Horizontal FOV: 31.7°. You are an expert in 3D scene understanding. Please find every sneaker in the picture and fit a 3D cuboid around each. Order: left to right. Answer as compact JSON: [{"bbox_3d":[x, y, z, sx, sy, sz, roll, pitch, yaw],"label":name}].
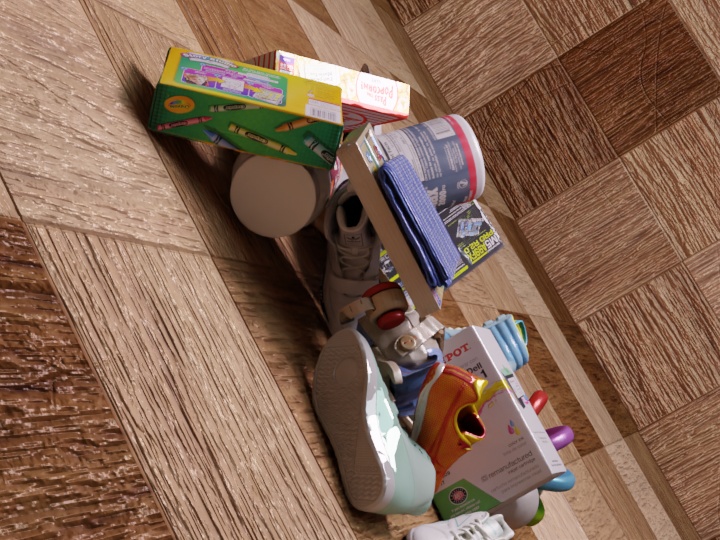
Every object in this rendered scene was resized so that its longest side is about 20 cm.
[{"bbox_3d":[-0.011,-0.011,1.444,0.115,0.075,0.200,43,49,-87],"label":"sneaker"},{"bbox_3d":[0.017,0.163,1.315,0.118,0.074,0.201,29,42,-51],"label":"sneaker"},{"bbox_3d":[0.091,0.186,1.368,0.077,0.200,0.073,22,46,13],"label":"sneaker"},{"bbox_3d":[0.107,0.289,1.353,0.071,0.080,0.200,63,16,11],"label":"sneaker"},{"bbox_3d":[0.142,0.097,1.659,0.200,0.130,0.080,32,-30,50],"label":"sneaker"}]

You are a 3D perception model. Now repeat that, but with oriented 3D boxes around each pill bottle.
[{"bbox_3d":[-0.085,-0.110,1.464,0.114,0.114,0.200,55,14,-11],"label":"pill bottle"},{"bbox_3d":[0.051,-0.124,1.665,0.120,0.200,0.120,163,-90,-76],"label":"pill bottle"}]

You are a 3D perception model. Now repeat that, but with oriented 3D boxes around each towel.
[{"bbox_3d":[0.065,-0.057,1.393,0.145,0.024,0.200,63,11,-4],"label":"towel"}]

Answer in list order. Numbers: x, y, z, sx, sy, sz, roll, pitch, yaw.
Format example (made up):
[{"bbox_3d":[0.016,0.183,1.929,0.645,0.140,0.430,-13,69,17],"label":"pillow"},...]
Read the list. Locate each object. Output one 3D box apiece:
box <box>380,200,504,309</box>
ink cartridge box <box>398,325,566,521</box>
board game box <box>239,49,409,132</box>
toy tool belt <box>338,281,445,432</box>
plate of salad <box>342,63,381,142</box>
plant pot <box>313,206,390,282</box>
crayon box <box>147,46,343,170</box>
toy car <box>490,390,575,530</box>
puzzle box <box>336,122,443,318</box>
[{"bbox_3d":[0.080,-0.044,1.753,0.160,0.200,0.044,56,-24,-6],"label":"box"},{"bbox_3d":[0.129,0.185,1.506,0.200,0.145,0.084,63,15,16],"label":"ink cartridge box"},{"bbox_3d":[-0.064,-0.213,1.541,0.200,0.151,0.046,8,83,-37],"label":"board game box"},{"bbox_3d":[0.046,0.105,1.394,0.200,0.125,0.123,87,-19,-64],"label":"toy tool belt"},{"bbox_3d":[-0.004,-0.192,1.798,0.200,0.048,0.201,180,-90,-82],"label":"plate of salad"},{"bbox_3d":[0.000,0.000,1.600,0.200,0.027,0.200,51,-4,5],"label":"plant pot"},{"bbox_3d":[-0.120,-0.176,1.368,0.200,0.058,0.119,12,27,-8],"label":"crayon box"},{"bbox_3d":[0.202,0.230,1.654,0.200,0.150,0.175,59,14,4],"label":"toy car"},{"bbox_3d":[0.036,-0.058,1.372,0.200,0.025,0.133,63,13,-12],"label":"puzzle box"}]
